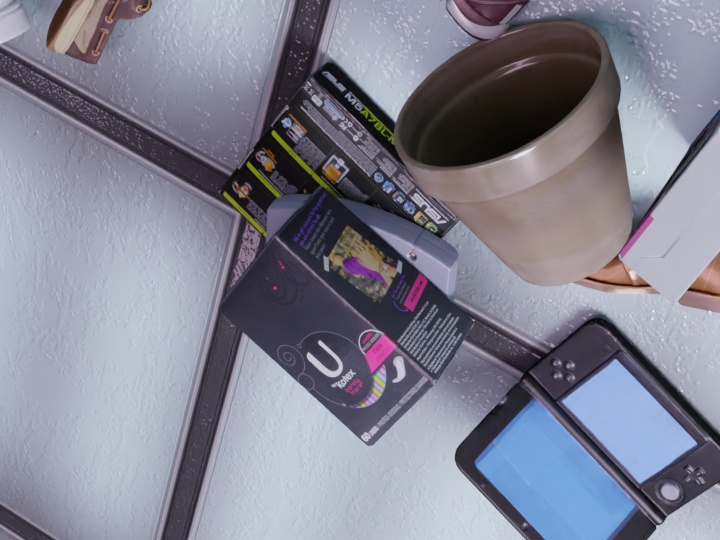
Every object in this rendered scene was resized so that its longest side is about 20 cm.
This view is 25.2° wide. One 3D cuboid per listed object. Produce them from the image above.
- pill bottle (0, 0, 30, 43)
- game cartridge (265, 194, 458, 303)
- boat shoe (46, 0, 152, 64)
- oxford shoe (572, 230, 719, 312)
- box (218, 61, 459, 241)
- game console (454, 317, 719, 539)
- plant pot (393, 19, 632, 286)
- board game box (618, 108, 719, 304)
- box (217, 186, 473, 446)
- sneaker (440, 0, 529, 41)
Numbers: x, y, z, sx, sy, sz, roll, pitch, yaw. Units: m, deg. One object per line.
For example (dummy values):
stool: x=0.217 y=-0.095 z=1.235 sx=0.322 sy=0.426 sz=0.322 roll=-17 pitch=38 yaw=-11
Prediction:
pill bottle: x=-0.409 y=-0.328 z=1.635 sx=0.110 sy=0.111 sz=0.202 roll=-6 pitch=114 yaw=34
game cartridge: x=0.000 y=0.000 z=1.572 sx=0.198 sy=0.041 sz=0.134 roll=19 pitch=131 yaw=18
boat shoe: x=-0.237 y=-0.281 z=1.595 sx=0.071 sy=0.073 sz=0.200 roll=26 pitch=124 yaw=-24
oxford shoe: x=0.255 y=-0.015 z=1.446 sx=0.197 sy=0.071 sz=0.072 roll=8 pitch=110 yaw=18
box: x=-0.018 y=-0.072 z=1.590 sx=0.200 sy=0.048 sz=0.193 roll=44 pitch=133 yaw=1
game console: x=0.225 y=0.181 z=1.544 sx=0.200 sy=0.116 sz=0.176 roll=46 pitch=131 yaw=-1
plant pot: x=0.153 y=-0.088 z=1.397 sx=0.198 sy=0.201 sz=0.174 roll=-8 pitch=129 yaw=35
board game box: x=0.295 y=-0.085 z=1.283 sx=0.064 sy=0.200 sz=0.148 roll=39 pitch=130 yaw=5
box: x=-0.014 y=0.043 z=1.515 sx=0.200 sy=0.106 sz=0.122 roll=42 pitch=130 yaw=0
sneaker: x=0.085 y=-0.302 z=1.377 sx=0.200 sy=0.076 sz=0.115 roll=44 pitch=126 yaw=-12
